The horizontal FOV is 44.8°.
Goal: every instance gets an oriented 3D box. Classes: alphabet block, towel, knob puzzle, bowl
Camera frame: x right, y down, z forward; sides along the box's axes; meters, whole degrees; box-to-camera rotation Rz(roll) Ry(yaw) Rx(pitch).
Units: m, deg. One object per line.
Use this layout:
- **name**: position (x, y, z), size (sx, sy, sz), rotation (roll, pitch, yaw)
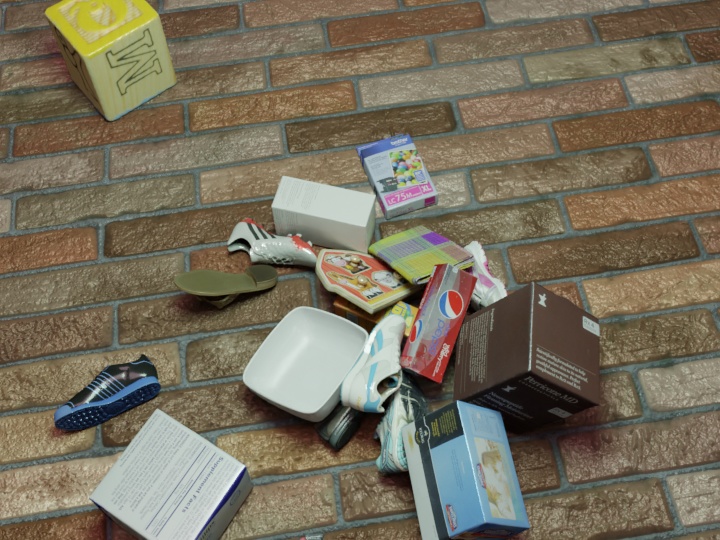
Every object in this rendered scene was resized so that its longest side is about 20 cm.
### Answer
- **alphabet block**: position (-0.553, -0.498, 1.952), size (0.195, 0.201, 0.195), rotation (-37, 64, -20)
- **towel**: position (0.114, -0.030, 1.684), size (0.141, 0.023, 0.199), rotation (-20, 29, -21)
- **knob puzzle**: position (0.000, 0.000, 1.665), size (0.215, 0.031, 0.221), rotation (12, 27, -6)
- **bowl**: position (-0.090, 0.175, 1.574), size (0.197, 0.075, 0.201), rotation (19, 59, 34)

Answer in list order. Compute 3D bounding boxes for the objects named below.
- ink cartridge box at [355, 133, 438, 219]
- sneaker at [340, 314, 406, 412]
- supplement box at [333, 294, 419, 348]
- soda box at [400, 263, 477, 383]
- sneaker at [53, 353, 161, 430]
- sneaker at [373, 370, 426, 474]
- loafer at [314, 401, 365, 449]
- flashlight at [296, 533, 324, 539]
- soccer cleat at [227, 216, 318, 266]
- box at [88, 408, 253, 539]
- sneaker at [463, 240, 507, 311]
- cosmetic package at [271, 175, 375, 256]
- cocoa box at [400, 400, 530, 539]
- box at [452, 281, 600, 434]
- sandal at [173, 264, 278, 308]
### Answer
- **ink cartridge box**: position (0.074, -0.212, 1.849), size (0.117, 0.042, 0.203), rotation (-17, 58, -9)
- **sneaker**: position (0.041, 0.163, 1.516), size (0.079, 0.077, 0.202), rotation (14, 52, 23)
- **supplement box**: position (0.049, 0.089, 1.648), size (0.197, 0.069, 0.067), rotation (23, 63, 13)
- **soda box**: position (0.138, 0.093, 1.559), size (0.069, 0.063, 0.204), rotation (25, 80, -18)
- **sneaker**: position (-0.465, 0.220, 1.588), size (0.196, 0.071, 0.079), rotation (-21, 55, -17)
- **sneaker**: position (0.060, 0.264, 1.533), size (0.085, 0.078, 0.202), rotation (-28, 34, 30)
- **loafer**: position (-0.005, 0.225, 1.566), size (0.062, 0.072, 0.201), rotation (30, 66, 26)
- **flashlight**: position (-0.154, 0.472, 1.418), size (0.195, 0.068, 0.069), rotation (-4, 59, -1)
- **soccer cleat**: position (-0.175, -0.040, 1.733), size (0.197, 0.069, 0.086), rotation (23, 56, 21)
- **box**: position (-0.312, 0.371, 1.464), size (0.197, 0.106, 0.185), rotation (27, 62, 18)
- **sneaker**: position (0.221, 0.040, 1.669), size (0.086, 0.082, 0.202), rotation (-19, 51, -8)
- **cosmetic package**: position (-0.071, -0.108, 1.750), size (0.195, 0.108, 0.086), rotation (12, 58, 8)
- **cocoa box**: position (0.168, 0.335, 1.417), size (0.130, 0.132, 0.204), rotation (-32, 55, 32)
- **box**: position (0.281, 0.154, 1.488), size (0.164, 0.199, 0.167), rotation (26, 55, -24)
- **sandal**: position (-0.260, 0.043, 1.691), size (0.208, 0.071, 0.078), rotation (-8, 39, -29)
